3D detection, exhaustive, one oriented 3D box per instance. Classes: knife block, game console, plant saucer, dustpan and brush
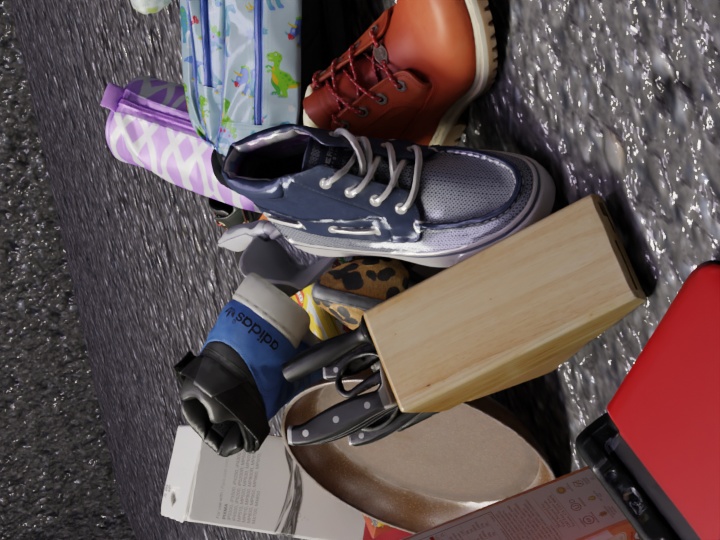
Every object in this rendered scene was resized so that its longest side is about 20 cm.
[{"bbox_3d":[0.045,0.041,0.858,0.065,0.174,0.200,67,156,13],"label":"knife block"},{"bbox_3d":[0.207,0.127,0.726,0.172,0.118,0.201,45,-172,-46],"label":"game console"},{"bbox_3d":[0.043,0.123,1.027,0.201,0.198,0.032,99,-171,-55],"label":"plant saucer"},{"bbox_3d":[-0.056,-0.028,1.135,0.057,0.140,0.200,47,153,-8],"label":"dustpan and brush"}]

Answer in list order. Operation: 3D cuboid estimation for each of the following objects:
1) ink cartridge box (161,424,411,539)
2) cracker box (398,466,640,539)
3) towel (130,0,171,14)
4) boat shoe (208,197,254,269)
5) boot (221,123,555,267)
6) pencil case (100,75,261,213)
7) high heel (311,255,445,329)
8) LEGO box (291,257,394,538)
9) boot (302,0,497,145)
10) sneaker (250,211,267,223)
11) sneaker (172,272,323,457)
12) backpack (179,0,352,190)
[{"bbox_3d":[-0.063,0.189,1.308,0.147,0.198,0.084,161,120,-73],"label":"ink cartridge box"},{"bbox_3d":[0.078,0.212,0.904,0.058,0.198,0.135,-129,27,-50],"label":"cracker box"},{"bbox_3d":[-0.122,-0.313,1.106,0.201,0.048,0.173,-62,-20,-44],"label":"towel"},{"bbox_3d":[-0.126,-0.075,1.510,0.074,0.062,0.203,55,157,39],"label":"boat shoe"},{"bbox_3d":[0.012,-0.049,0.897,0.198,0.090,0.074,-5,64,35],"label":"boot"},{"bbox_3d":[-0.114,-0.101,1.234,0.085,0.198,0.085,28,-100,-68],"label":"pencil case"},{"bbox_3d":[0.000,0.000,1.031,0.200,0.141,0.072,27,105,60],"label":"high heel"},{"bbox_3d":[0.011,0.088,1.204,0.150,0.076,0.201,100,148,-57],"label":"LEGO box"},{"bbox_3d":[0.020,-0.122,0.928,0.201,0.106,0.076,109,141,-61],"label":"boot"},{"bbox_3d":[-0.093,-0.122,1.306,0.070,0.089,0.202,113,136,-65],"label":"sneaker"},{"bbox_3d":[-0.076,0.080,1.067,0.076,0.112,0.200,35,172,12],"label":"sneaker"},{"bbox_3d":[-0.065,-0.176,1.080,0.163,0.152,0.202,-55,-19,-61],"label":"backpack"}]
